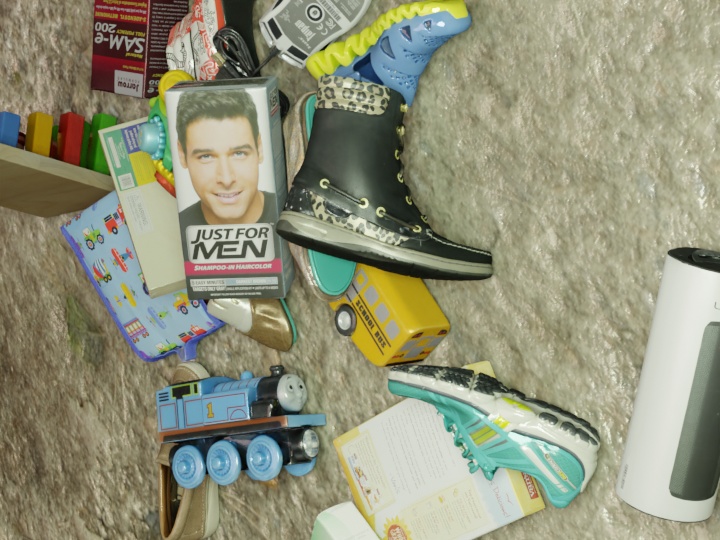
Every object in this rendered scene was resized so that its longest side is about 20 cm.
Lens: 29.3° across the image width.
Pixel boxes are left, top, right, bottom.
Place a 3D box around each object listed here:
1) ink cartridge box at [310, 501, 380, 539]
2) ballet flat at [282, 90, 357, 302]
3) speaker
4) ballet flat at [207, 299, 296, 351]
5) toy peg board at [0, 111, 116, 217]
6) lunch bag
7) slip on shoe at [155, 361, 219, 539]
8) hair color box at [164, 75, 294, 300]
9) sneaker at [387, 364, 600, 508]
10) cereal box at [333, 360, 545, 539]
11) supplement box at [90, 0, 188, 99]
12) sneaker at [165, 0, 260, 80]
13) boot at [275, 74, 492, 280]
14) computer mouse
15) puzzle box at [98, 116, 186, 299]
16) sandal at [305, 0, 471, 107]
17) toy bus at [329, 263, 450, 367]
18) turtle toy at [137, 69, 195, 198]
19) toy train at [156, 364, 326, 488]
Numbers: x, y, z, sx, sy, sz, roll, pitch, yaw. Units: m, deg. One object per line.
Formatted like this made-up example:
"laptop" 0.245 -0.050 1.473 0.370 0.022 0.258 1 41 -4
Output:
"ink cartridge box" 0.015 0.346 1.325 0.201 0.050 0.162 51 145 31
"ballet flat" -0.042 -0.064 1.289 0.067 0.067 0.203 -22 65 54
"speaker" 0.256 0.086 1.070 0.081 0.081 0.203 22 109 41
"ballet flat" -0.141 0.007 1.461 0.202 0.072 0.068 62 143 20
"toy peg board" -0.400 -0.143 1.636 0.198 0.198 0.099 -8 73 44
"lunch bag" -0.230 0.007 1.553 0.150 0.094 0.202 -26 85 40
"slip on shoe" -0.199 0.206 1.548 0.075 0.060 0.203 9 100 44
"hair color box" -0.121 -0.077 1.302 0.097 0.061 0.203 -2 107 8
"sneaker" 0.106 0.137 1.187 0.198 0.077 0.081 25 101 19
"cereal box" 0.070 0.189 1.294 0.199 0.039 0.146 -33 72 41
"supplement box" -0.247 -0.299 1.550 0.108 0.060 0.203 14 105 43
"sneaker" -0.161 -0.279 1.460 0.107 0.067 0.205 7 101 42
"boot" 0.035 -0.079 1.231 0.073 0.201 0.156 155 128 -75
"computer mouse" -0.058 -0.241 1.368 0.199 0.044 0.110 -36 103 33
"puzzle box" -0.188 -0.079 1.458 0.026 0.131 0.202 96 155 -64
"sandal" 0.034 -0.191 1.276 0.199 0.079 0.088 -23 84 51
"toy bus" 0.000 0.000 1.327 0.078 0.065 0.201 -50 60 34
"turtle toy" -0.149 -0.105 1.393 0.200 0.146 0.101 42 88 14
"toy train" -0.128 0.165 1.446 0.198 0.086 0.116 -12 82 35
